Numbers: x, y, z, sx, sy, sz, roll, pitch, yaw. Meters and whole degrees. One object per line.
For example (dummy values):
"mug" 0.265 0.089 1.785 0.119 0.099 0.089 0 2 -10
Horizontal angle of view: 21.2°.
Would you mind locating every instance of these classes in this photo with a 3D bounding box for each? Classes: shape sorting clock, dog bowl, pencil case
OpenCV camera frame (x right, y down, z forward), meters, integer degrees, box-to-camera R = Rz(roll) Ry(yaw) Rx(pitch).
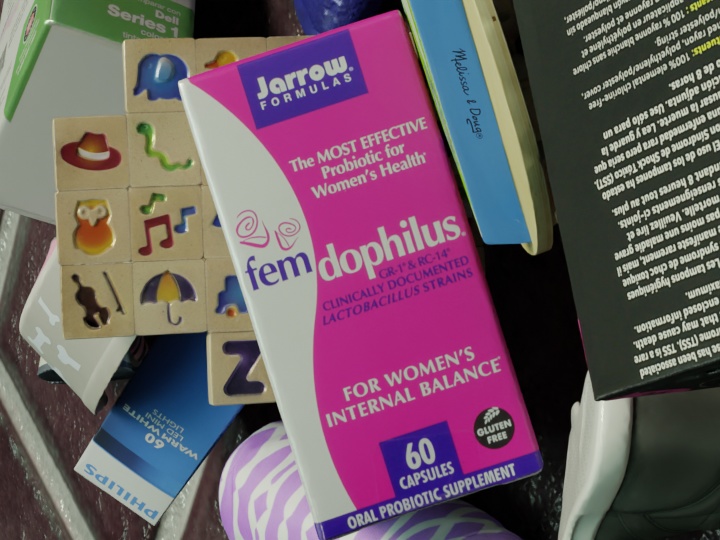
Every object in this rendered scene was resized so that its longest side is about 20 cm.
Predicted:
"shape sorting clock" 0.036 -0.102 0.726 0.200 0.039 0.202 -18 -90 -87
"dog bowl" -0.102 -0.025 0.980 0.058 0.201 0.200 35 135 -2
"pencil case" 0.007 0.136 0.926 0.199 0.083 0.086 26 137 55

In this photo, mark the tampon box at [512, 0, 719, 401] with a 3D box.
"tampon box" 0.147 -0.072 0.617 0.126 0.149 0.202 -24 73 54

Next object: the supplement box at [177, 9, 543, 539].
"supplement box" 0.000 0.000 0.830 0.103 0.100 0.202 -79 -29 -87

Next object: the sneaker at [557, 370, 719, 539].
"sneaker" 0.128 0.081 0.738 0.200 0.098 0.072 89 -172 -72

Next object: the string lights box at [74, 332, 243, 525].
"string lights box" -0.074 0.038 1.012 0.059 0.103 0.200 34 135 -3

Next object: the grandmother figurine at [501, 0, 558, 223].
"grandmother figurine" 0.092 -0.071 0.791 0.200 0.060 0.122 43 119 44

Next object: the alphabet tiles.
"alphabet tiles" -0.040 -0.023 0.883 0.008 0.198 0.169 -174 82 -81

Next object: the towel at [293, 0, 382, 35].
"towel" -0.003 -0.224 0.938 0.148 0.049 0.201 55 138 35

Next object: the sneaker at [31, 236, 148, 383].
"sneaker" -0.161 0.025 1.147 0.200 0.069 0.083 147 118 -80

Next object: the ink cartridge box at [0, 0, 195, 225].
"ink cartridge box" -0.151 -0.147 1.081 0.145 0.083 0.201 125 154 -44
